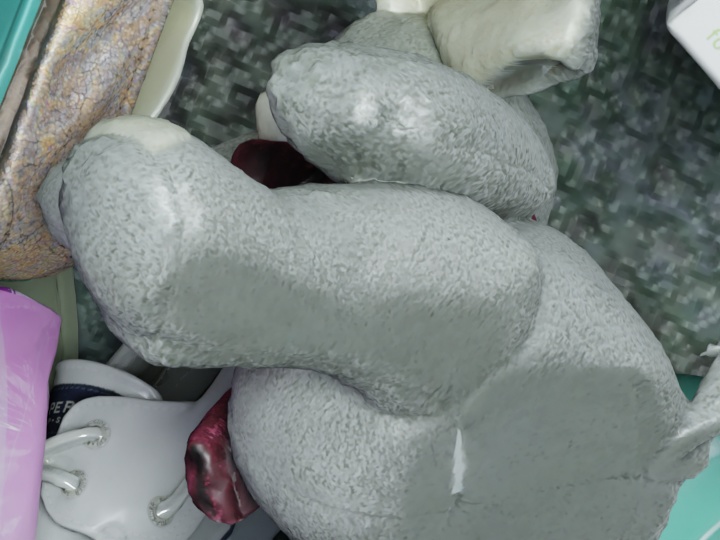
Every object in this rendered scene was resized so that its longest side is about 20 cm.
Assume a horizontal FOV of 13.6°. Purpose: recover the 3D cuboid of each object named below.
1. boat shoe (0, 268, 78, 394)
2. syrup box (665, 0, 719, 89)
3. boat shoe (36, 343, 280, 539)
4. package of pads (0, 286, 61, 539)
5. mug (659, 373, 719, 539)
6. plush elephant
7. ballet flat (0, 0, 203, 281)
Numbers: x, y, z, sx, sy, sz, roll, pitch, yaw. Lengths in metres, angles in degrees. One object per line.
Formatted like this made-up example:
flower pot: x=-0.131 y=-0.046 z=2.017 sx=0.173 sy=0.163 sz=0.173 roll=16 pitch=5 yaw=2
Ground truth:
boat shoe: x=-0.114 y=-0.006 z=0.762 sx=0.072 sy=0.060 sz=0.202 roll=2 pitch=96 yaw=-50
syrup box: x=0.119 y=-0.057 z=0.649 sx=0.081 sy=0.200 sz=0.079 roll=-41 pitch=93 yaw=12
boat shoe: x=-0.060 y=0.051 z=0.746 sx=0.200 sy=0.073 sz=0.065 roll=-52 pitch=121 yaw=-33
package of pads: x=-0.137 y=0.093 z=0.643 sx=0.120 sy=0.076 sz=0.201 roll=16 pitch=66 yaw=-30
mug: x=0.082 y=0.098 z=0.760 sx=0.184 sy=0.114 sz=0.153 roll=-17 pitch=97 yaw=-36
plush elephant: x=0.000 y=0.000 z=0.658 sx=0.199 sy=0.155 sz=0.165 roll=-12 pitch=126 yaw=-20
ballet flat: x=-0.057 y=-0.089 z=0.716 sx=0.067 sy=0.068 sz=0.201 roll=24 pitch=91 yaw=-47
